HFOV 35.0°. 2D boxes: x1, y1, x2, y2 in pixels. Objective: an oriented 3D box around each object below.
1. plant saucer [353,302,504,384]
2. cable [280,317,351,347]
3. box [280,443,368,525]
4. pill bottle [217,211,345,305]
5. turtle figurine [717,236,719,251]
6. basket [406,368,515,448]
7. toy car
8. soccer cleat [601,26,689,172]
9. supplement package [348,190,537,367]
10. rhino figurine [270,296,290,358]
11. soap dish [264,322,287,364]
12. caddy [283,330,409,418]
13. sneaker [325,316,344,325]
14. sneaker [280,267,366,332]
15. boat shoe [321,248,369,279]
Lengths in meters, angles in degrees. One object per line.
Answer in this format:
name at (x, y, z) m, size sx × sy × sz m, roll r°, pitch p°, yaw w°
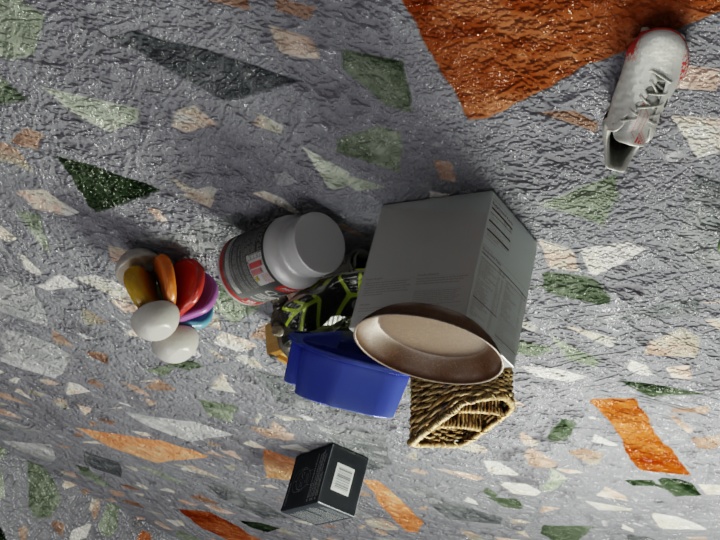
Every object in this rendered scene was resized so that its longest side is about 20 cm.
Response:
plant saucer at (0.091, 0.090, 1.480) m, size 0.200 × 0.037 × 0.201 m, roll 12°, pitch 153°, yaw 6°
cable at (-0.026, 0.080, 1.795) m, size 0.199 × 0.051 × 0.097 m, roll -13°, pitch 169°, yaw 18°
box at (-0.086, 0.517, 2.736) m, size 0.107 × 0.149 × 0.200 m, roll 27°, pitch 152°, yaw -21°
pill bottle at (-0.121, -0.020, 1.740) m, size 0.116 × 0.116 × 0.200 m, roll 31°, pitch 150°, yaw -29°
turtle figurine at (0.517, -0.016, 1.344) m, size 0.200 × 0.144 × 0.194 m, roll 62°, pitch 168°, yaw 0°
basket at (0.186, 0.235, 1.976) m, size 0.142 × 0.150 × 0.200 m, roll -5°, pitch 168°, yaw 33°
toy car at (-0.321, 0.046, 1.966) m, size 0.150 × 0.175 × 0.200 m, roll -26°, pitch 146°, yaw 0°
soccer cleat at (0.303, -0.182, 1.229) m, size 0.068 × 0.085 × 0.200 m, roll 15°, pitch 154°, yaw 2°
supplement package at (0.120, 0.020, 1.594) m, size 0.191 × 0.201 × 0.147 m, roll -5°, pitch 148°, yaw 37°
rhino figurine at (-0.122, 0.089, 1.917) m, size 0.060 × 0.201 × 0.087 m, roll -22°, pitch -179°, yaw 3°
soap dish at (-0.063, 0.146, 2.058) m, size 0.200 × 0.081 × 0.157 m, roll 30°, pitch 154°, yaw -21°
caddy at (-0.018, 0.142, 1.694) m, size 0.199 × 0.105 × 0.141 m, roll 16°, pitch -174°, yaw -21°
sneaker at (0.014, 0.043, 1.845) m, size 0.199 × 0.080 × 0.079 m, roll -18°, pitch 128°, yaw 19°
sneaker at (-0.029, 0.030, 1.726) m, size 0.199 × 0.076 × 0.076 m, roll -16°, pitch 113°, yaw 25°
boat shoe at (0.000, 0.000, 1.775) m, size 0.200 × 0.072 × 0.066 m, roll 6°, pitch 125°, yaw 45°
